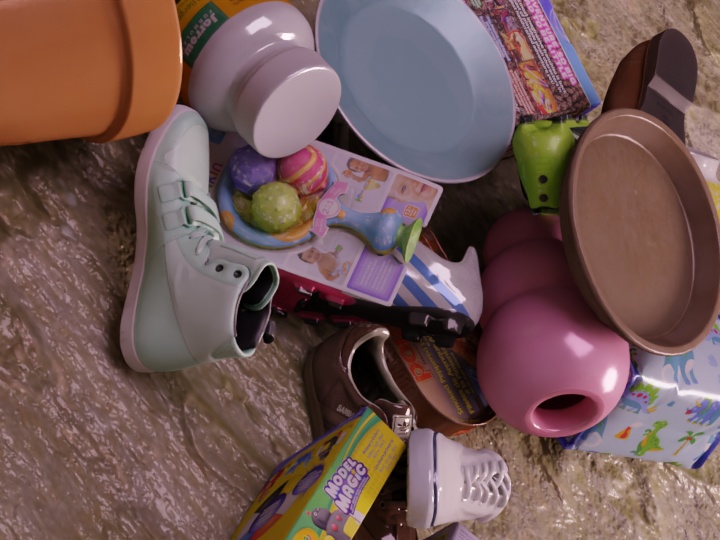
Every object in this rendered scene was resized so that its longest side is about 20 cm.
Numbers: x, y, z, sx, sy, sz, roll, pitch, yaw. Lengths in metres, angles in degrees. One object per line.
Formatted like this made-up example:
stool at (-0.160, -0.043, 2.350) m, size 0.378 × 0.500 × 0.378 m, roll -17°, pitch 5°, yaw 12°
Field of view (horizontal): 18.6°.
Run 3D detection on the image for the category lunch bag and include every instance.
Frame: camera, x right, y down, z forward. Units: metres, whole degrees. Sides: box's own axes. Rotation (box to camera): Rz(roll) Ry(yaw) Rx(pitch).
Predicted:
lunch bag at (0.231, 0.055, 1.893) m, size 0.169 × 0.128 × 0.201 m, roll 14°, pitch 39°, yaw -37°

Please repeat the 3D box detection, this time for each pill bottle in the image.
pill bottle at (-0.105, -0.177, 1.673) m, size 0.112 × 0.113 × 0.200 m, roll -7°, pitch 43°, yaw -44°

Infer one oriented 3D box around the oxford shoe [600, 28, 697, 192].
oxford shoe at (0.229, -0.110, 1.843) m, size 0.071 × 0.071 × 0.201 m, roll 41°, pitch 51°, yaw -28°

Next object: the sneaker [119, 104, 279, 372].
sneaker at (-0.104, -0.025, 1.596) m, size 0.074 × 0.117 × 0.202 m, roll 28°, pitch 63°, yaw -58°

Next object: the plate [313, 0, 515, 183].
plate at (0.040, -0.157, 1.775) m, size 0.199 × 0.026 × 0.202 m, roll 18°, pitch 56°, yaw -29°

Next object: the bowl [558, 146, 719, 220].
bowl at (0.257, -0.059, 1.911) m, size 0.199 × 0.200 × 0.109 m, roll 14°, pitch 101°, yaw -36°

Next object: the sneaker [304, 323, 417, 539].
sneaker at (0.010, 0.137, 1.666) m, size 0.070 × 0.075 × 0.202 m, roll 0°, pitch 65°, yaw -42°

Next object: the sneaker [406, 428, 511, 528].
sneaker at (0.075, 0.154, 1.631) m, size 0.200 × 0.070 × 0.074 m, roll 11°, pitch 80°, yaw -80°

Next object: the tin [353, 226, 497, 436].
tin at (0.045, 0.041, 1.786) m, size 0.112 × 0.042 × 0.201 m, roll -23°, pitch 82°, yaw -51°

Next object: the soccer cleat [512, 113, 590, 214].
soccer cleat at (0.157, -0.087, 1.806) m, size 0.200 × 0.067 × 0.082 m, roll -23°, pitch 112°, yaw -77°

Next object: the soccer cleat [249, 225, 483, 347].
soccer cleat at (0.000, 0.000, 1.713) m, size 0.198 × 0.070 × 0.087 m, roll 13°, pitch 65°, yaw -9°

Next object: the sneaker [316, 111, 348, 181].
sneaker at (-0.043, -0.129, 1.770) m, size 0.067 × 0.090 × 0.202 m, roll 12°, pitch 57°, yaw -36°

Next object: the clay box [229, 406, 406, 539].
clay box at (-0.053, 0.193, 1.544) m, size 0.048 × 0.115 × 0.200 m, roll 45°, pitch 42°, yaw -9°

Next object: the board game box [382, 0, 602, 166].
board game box at (0.089, -0.179, 1.917) m, size 0.199 × 0.097 × 0.160 m, roll -16°, pitch 77°, yaw -47°

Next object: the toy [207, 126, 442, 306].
toy at (-0.047, -0.060, 1.667) m, size 0.198 × 0.047 × 0.116 m, roll 21°, pitch 62°, yaw 7°

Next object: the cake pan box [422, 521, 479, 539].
cake pan box at (0.107, 0.319, 1.662) m, size 0.200 × 0.052 × 0.185 m, roll 38°, pitch 47°, yaw -18°

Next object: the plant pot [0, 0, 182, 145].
plant pot at (-0.237, -0.174, 1.560) m, size 0.139 × 0.200 × 0.201 m, roll -23°, pitch 81°, yaw -31°

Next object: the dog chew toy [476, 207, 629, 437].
dog chew toy at (0.147, 0.033, 1.778) m, size 0.124 × 0.124 × 0.201 m, roll 20°, pitch 44°, yaw -33°

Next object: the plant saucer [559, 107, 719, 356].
plant saucer at (0.222, -0.029, 1.741) m, size 0.199 × 0.029 × 0.202 m, roll 17°, pitch 66°, yaw -42°
